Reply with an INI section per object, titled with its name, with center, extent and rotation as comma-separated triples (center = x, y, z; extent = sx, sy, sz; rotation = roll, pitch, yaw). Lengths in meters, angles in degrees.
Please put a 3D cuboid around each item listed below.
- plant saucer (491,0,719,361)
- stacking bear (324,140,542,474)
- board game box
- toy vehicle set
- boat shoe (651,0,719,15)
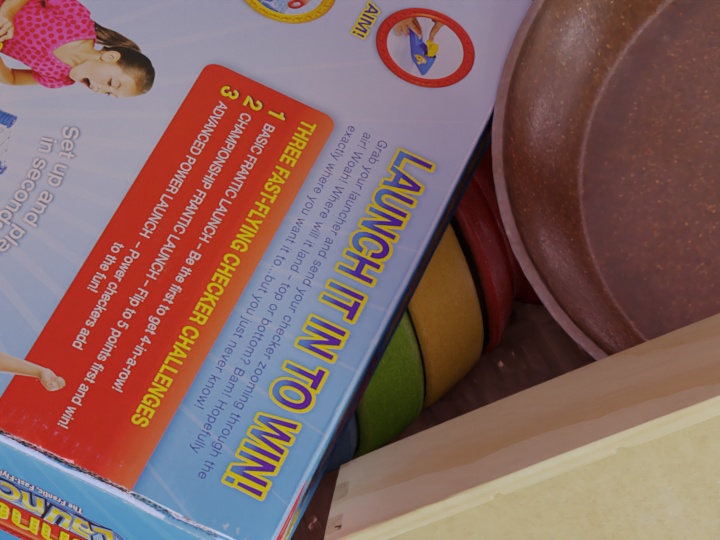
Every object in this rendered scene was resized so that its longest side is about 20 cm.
[plant saucer]
center = 0.134, -0.035, 0.657
extent = 0.200, 0.035, 0.201
rotation = -8, 57, 13
[stacking bear]
center = 0.000, 0.000, 0.770
extent = 0.200, 0.122, 0.114
rotation = -26, 38, -15
[board game box]
center = -0.078, -0.029, 0.671
extent = 0.196, 0.056, 0.200
rotation = 25, 54, 4
[toy vehicle set]
center = 0.099, 0.098, 0.635
extent = 0.200, 0.124, 0.027
rotation = 47, 37, -29
[boat shoe]
center = 0.135, -0.026, 0.777
extent = 0.068, 0.072, 0.200
rotation = -37, 109, 7
